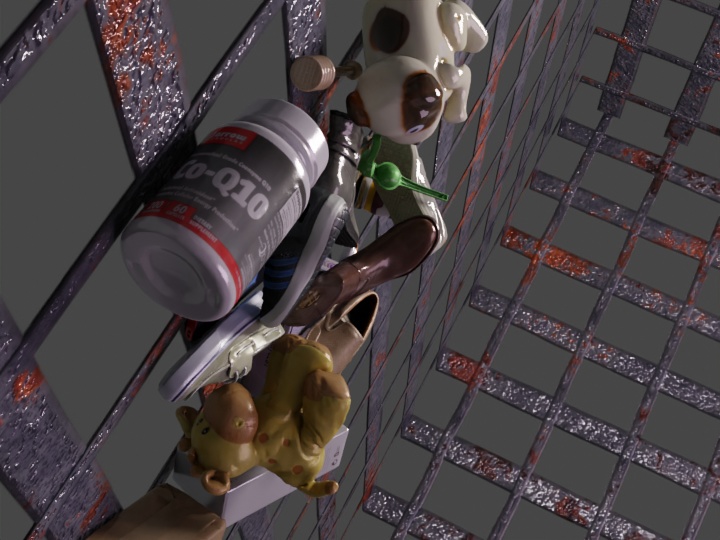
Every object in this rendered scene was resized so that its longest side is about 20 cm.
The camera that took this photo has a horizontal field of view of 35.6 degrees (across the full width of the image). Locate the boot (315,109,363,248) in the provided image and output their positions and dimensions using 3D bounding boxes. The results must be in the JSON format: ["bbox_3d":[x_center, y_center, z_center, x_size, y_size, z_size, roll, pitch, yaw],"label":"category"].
[{"bbox_3d":[-0.020,-0.108,1.358,0.200,0.067,0.131,77,30,-75],"label":"boot"}]

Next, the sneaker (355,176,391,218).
[{"bbox_3d":[0.055,-0.125,1.631,0.200,0.090,0.075,-62,172,-59],"label":"sneaker"}]

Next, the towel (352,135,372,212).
[{"bbox_3d":[-0.039,-0.094,1.497,0.200,0.022,0.147,-45,156,-61],"label":"towel"}]

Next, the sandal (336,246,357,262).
[{"bbox_3d":[-0.019,0.059,1.665,0.079,0.059,0.208,150,-47,-75],"label":"sandal"}]

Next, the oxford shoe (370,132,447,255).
[{"bbox_3d":[0.065,-0.109,1.516,0.075,0.201,0.058,-26,164,32],"label":"oxford shoe"}]

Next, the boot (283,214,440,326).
[{"bbox_3d":[0.000,0.000,1.397,0.186,0.064,0.200,-37,174,20],"label":"boot"}]

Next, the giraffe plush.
[{"bbox_3d":[-0.121,0.177,1.278,0.172,0.162,0.201,17,-76,62],"label":"giraffe plush"}]

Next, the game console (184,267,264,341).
[{"bbox_3d":[-0.122,-0.030,1.239,0.200,0.031,0.177,-45,156,-58],"label":"game console"}]

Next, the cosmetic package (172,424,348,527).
[{"bbox_3d":[-0.123,0.229,1.403,0.200,0.101,0.071,-22,139,-40],"label":"cosmetic package"}]

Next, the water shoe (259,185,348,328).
[{"bbox_3d":[-0.079,-0.022,1.204,0.200,0.079,0.072,-58,178,40],"label":"water shoe"}]

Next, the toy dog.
[{"bbox_3d":[0.058,-0.233,1.279,0.194,0.139,0.201,63,30,-47],"label":"toy dog"}]

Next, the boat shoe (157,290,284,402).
[{"bbox_3d":[-0.145,0.090,1.231,0.072,0.062,0.200,-39,-176,40],"label":"boat shoe"}]

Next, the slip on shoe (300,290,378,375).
[{"bbox_3d":[-0.028,0.093,1.494,0.060,0.076,0.200,-23,-163,32],"label":"slip on shoe"}]

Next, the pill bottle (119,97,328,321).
[{"bbox_3d":[-0.116,-0.061,1.009,0.200,0.114,0.114,-57,165,-37],"label":"pill bottle"}]

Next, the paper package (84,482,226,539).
[{"bbox_3d":[-0.258,0.373,1.260,0.201,0.103,0.191,-69,166,16],"label":"paper package"}]

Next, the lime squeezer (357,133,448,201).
[{"bbox_3d":[0.040,-0.131,1.421,0.200,0.070,0.038,35,46,-55],"label":"lime squeezer"}]

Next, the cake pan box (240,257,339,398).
[{"bbox_3d":[-0.094,0.088,1.540,0.184,0.052,0.201,-44,156,-64],"label":"cake pan box"}]

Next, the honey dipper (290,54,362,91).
[{"bbox_3d":[-0.031,-0.224,1.253,0.200,0.038,0.038,-41,153,-71],"label":"honey dipper"}]
